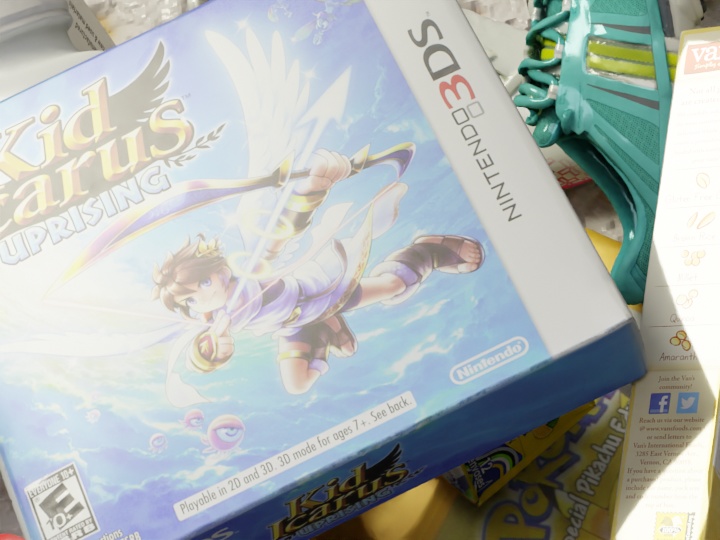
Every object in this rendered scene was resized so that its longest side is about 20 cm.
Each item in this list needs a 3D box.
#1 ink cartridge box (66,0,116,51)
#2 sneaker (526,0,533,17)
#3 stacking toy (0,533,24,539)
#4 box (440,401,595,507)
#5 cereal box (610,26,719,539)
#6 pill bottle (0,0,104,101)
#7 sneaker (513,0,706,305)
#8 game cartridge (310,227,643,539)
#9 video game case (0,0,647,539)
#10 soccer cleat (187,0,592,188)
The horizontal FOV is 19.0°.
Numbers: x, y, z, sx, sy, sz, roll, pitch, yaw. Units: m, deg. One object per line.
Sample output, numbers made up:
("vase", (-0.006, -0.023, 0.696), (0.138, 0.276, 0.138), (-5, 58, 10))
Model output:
("ink cartridge box", (-0.203, -0.028, 0.933), (0.145, 0.084, 0.201), (5, 68, 18))
("sneaker", (0.159, -0.153, 0.886), (0.200, 0.075, 0.077), (-33, 62, -3))
("stacking toy", (-0.060, 0.141, 0.797), (0.199, 0.116, 0.110), (-10, 106, 3))
("box", (0.000, 0.000, 0.838), (0.064, 0.070, 0.200), (-37, 46, -15))
("cereal box", (0.141, 0.035, 0.739), (0.039, 0.144, 0.201), (-3, 65, 33))
("pill bottle", (-0.114, -0.014, 0.823), (0.111, 0.111, 0.201), (-27, 90, 3))
("sneaker", (0.094, -0.082, 0.822), (0.079, 0.078, 0.201), (-23, 88, -1))
("game cartridge", (0.090, 0.078, 0.832), (0.199, 0.032, 0.177), (24, 75, 23))
("video game case", (-0.035, -0.004, 0.706), (0.199, 0.045, 0.182), (-26, 59, -1))
("soccer cleat", (0.016, -0.084, 0.893), (0.199, 0.086, 0.070), (14, 71, 21))
